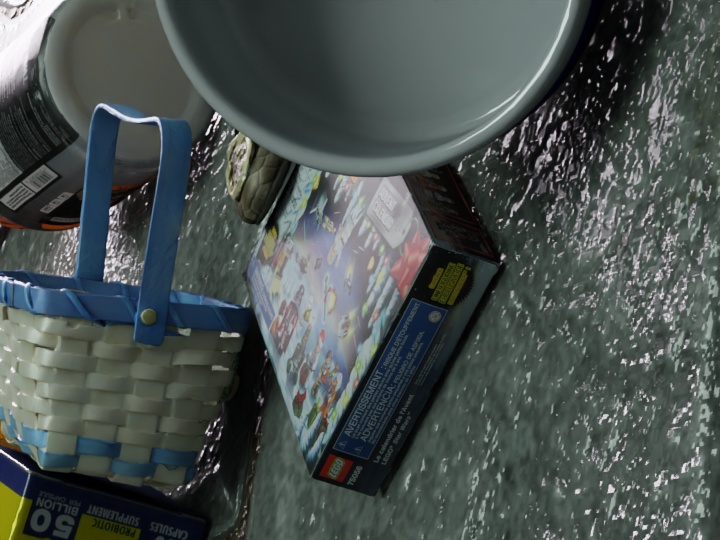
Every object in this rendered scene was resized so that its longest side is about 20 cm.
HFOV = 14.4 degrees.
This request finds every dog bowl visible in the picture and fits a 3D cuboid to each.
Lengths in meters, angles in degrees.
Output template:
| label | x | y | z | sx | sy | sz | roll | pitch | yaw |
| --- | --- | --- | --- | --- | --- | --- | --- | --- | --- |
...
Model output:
| label | x | y | z | sx | sy | sz | roll | pitch | yaw |
| --- | --- | --- | --- | --- | --- | --- | --- | --- | --- |
| dog bowl | 0.011 | -0.145 | 1.285 | 0.200 | 0.200 | 0.079 | -67 | -10 | 13 |

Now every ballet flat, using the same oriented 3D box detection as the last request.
| label | x | y | z | sx | sy | sz | roll | pitch | yaw |
| --- | --- | --- | --- | --- | --- | --- | --- | --- | --- |
| ballet flat | -0.057 | -0.090 | 1.565 | 0.067 | 0.046 | 0.200 | -59 | 14 | 30 |

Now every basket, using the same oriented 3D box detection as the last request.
| label | x | y | z | sx | sy | sz | roll | pitch | yaw |
| --- | --- | --- | --- | --- | --- | --- | --- | --- | --- |
| basket | -0.133 | 0.010 | 1.574 | 0.176 | 0.139 | 0.200 | -155 | 68 | -73 |

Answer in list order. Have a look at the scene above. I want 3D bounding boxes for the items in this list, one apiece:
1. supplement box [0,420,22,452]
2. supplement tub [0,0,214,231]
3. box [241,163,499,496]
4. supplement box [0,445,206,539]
| label | x | y | z | sx | sy | sz | roll | pitch | yaw |
| --- | --- | --- | --- | --- | --- | --- | --- | --- | --- |
| supplement box | -0.232 | 0.164 | 1.726 | 0.200 | 0.126 | 0.074 | -62 | 26 | 26 |
| supplement tub | -0.181 | -0.097 | 1.805 | 0.200 | 0.122 | 0.123 | -28 | 49 | 60 |
| box | 0.000 | 0.000 | 1.420 | 0.137 | 0.040 | 0.200 | -62 | 24 | 21 |
| supplement box | -0.178 | 0.210 | 1.588 | 0.109 | 0.109 | 0.200 | 17 | 90 | 68 |
